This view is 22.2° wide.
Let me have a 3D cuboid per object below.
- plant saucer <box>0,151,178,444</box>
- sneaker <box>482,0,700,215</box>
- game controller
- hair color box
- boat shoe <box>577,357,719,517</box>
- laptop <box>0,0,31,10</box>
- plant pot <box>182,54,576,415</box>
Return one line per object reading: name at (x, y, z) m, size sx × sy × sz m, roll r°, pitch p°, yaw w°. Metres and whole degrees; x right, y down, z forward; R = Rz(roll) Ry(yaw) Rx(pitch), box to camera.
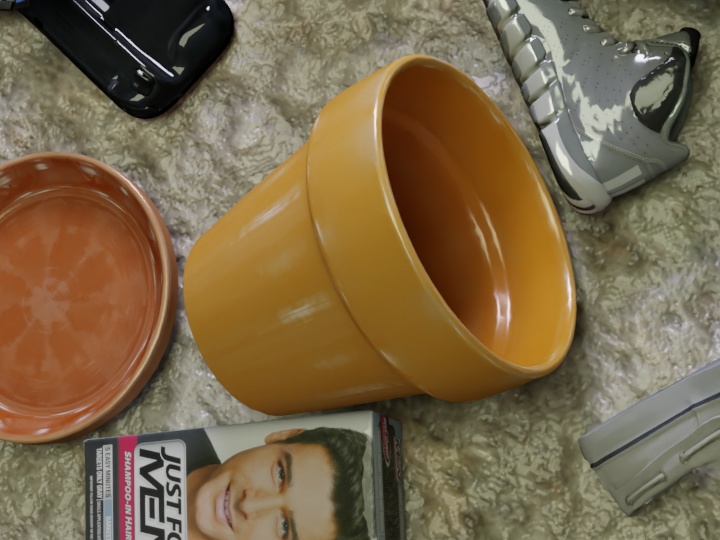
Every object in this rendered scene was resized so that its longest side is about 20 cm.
plant saucer at (-0.214, 0.020, 1.256) m, size 0.199 × 0.032 × 0.201 m, roll -5°, pitch 76°, yaw 21°
sneaker at (0.148, -0.143, 1.138) m, size 0.115 × 0.075 × 0.201 m, roll -23°, pitch 80°, yaw 8°
game controller at (-0.179, -0.196, 1.292) m, size 0.104 × 0.042 × 0.200 m, roll -43°, pitch 67°, yaw -8°
hair color box at (-0.074, 0.149, 1.157) m, size 0.199 × 0.061 × 0.100 m, roll -7°, pitch 76°, yaw 19°
boat shoe at (0.208, 0.084, 1.031) m, size 0.200 × 0.072 × 0.066 m, roll -34°, pitch 82°, yaw 38°
laptop at (-0.281, -0.269, 1.251) m, size 0.199 × 0.103 × 0.178 m, roll 6°, pitch 96°, yaw 21°
plant pot at (0.000, 0.000, 1.102) m, size 0.183 × 0.200 × 0.201 m, roll -25°, pitch 70°, yaw 30°
